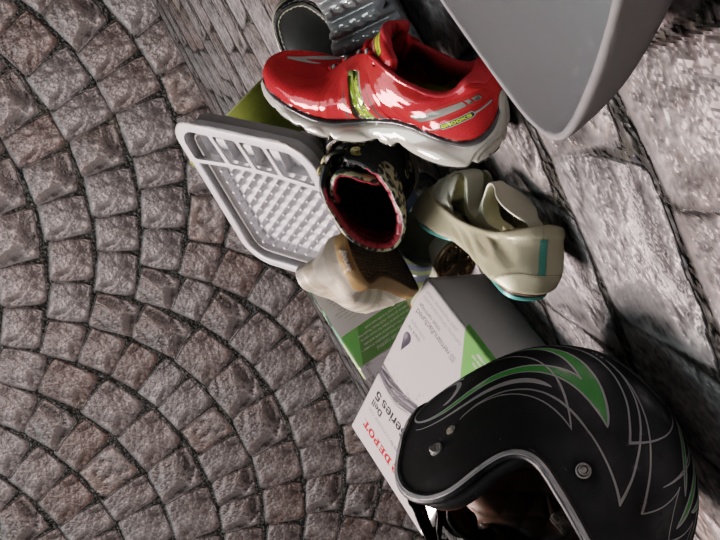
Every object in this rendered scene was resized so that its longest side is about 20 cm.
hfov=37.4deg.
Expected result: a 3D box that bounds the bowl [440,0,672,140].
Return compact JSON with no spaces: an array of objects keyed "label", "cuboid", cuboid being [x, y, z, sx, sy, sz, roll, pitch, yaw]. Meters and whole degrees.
[{"label":"bowl","cuboid":[0.068,-0.176,0.437,0.201,0.074,0.200,57,172,16]}]

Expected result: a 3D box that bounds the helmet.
[{"label":"helmet","cuboid":[0.139,0.148,0.747,0.200,0.189,0.202,42,-140,-49]}]

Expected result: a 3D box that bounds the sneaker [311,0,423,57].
[{"label":"sneaker","cuboid":[0.000,-0.211,0.805,0.200,0.074,0.082,50,-137,-38]}]

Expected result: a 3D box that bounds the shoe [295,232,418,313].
[{"label":"shoe","cuboid":[0.000,0.000,0.928,0.070,0.053,0.200,65,-165,11]}]

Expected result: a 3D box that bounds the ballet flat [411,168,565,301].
[{"label":"ballet flat","cuboid":[0.097,-0.044,0.822,0.200,0.069,0.070,44,163,57]}]

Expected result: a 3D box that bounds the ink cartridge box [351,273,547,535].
[{"label":"ink cartridge box","cuboid":[0.089,0.127,1.001,0.146,0.083,0.201,53,132,37]}]

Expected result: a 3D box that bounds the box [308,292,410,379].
[{"label":"box","cuboid":[0.013,0.003,1.187,0.201,0.144,0.036,56,176,32]}]

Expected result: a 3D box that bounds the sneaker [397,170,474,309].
[{"label":"sneaker","cuboid":[0.064,-0.030,1.039,0.090,0.067,0.200,59,167,15]}]

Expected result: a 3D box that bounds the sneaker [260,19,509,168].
[{"label":"sneaker","cuboid":[0.015,-0.140,0.756,0.198,0.077,0.086,15,137,26]}]

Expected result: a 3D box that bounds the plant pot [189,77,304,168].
[{"label":"plant pot","cuboid":[-0.046,-0.108,1.131,0.200,0.187,0.187,46,173,-5]}]

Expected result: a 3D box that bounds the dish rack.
[{"label":"dish rack","cuboid":[-0.071,-0.071,1.003,0.170,0.044,0.201,15,147,34]}]

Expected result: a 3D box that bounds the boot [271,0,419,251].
[{"label":"boot","cuboid":[-0.013,-0.122,0.867,0.205,0.073,0.154,59,-164,-19]}]
